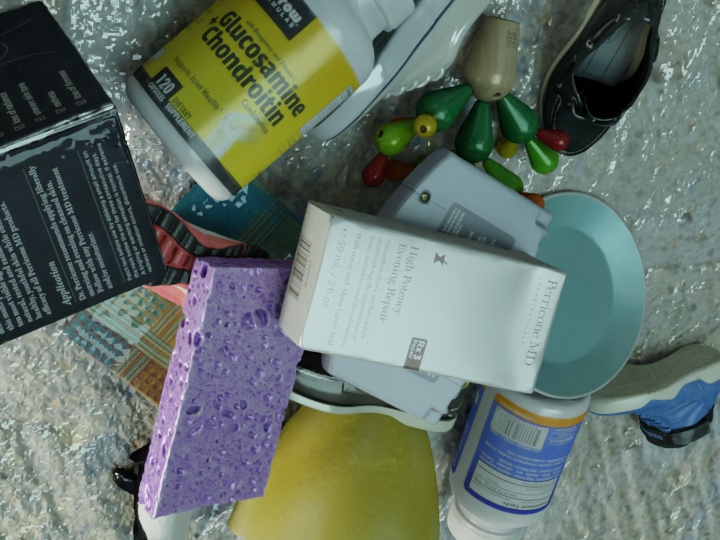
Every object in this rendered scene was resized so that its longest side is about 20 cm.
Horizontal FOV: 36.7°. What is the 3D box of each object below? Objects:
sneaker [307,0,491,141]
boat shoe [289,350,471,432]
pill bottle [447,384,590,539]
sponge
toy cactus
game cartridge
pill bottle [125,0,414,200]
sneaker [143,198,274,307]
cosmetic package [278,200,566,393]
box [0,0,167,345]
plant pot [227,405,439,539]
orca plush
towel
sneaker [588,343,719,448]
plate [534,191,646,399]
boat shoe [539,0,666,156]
[{"bbox_3d":[0.036,-0.170,0.850,0.200,0.073,0.071,-47,128,4],"label":"sneaker"},{"bbox_3d":[0.007,0.086,0.936,0.199,0.072,0.061,14,116,-28],"label":"boat shoe"},{"bbox_3d":[0.156,0.193,1.129,0.111,0.112,0.202,0,120,-30],"label":"pill bottle"},{"bbox_3d":[-0.099,0.089,0.834,0.111,0.030,0.202,2,108,-46],"label":"sponge"},{"bbox_3d":[0.101,-0.128,0.914,0.198,0.102,0.167,5,107,-23],"label":"toy cactus"},{"bbox_3d":[0.056,0.011,0.877,0.132,0.042,0.202,29,94,-17],"label":"game cartridge"},{"bbox_3d":[-0.061,-0.153,0.777,0.200,0.112,0.112,-41,131,-1],"label":"pill bottle"},{"bbox_3d":[-0.138,-0.013,0.830,0.200,0.086,0.074,36,85,-47],"label":"sneaker"},{"bbox_3d":[0.047,0.021,0.817,0.198,0.074,0.103,12,99,-20],"label":"cosmetic package"},{"bbox_3d":[-0.250,-0.053,0.672,0.195,0.200,0.125,-22,128,-16],"label":"box"},{"bbox_3d":[-0.008,0.191,1.001,0.199,0.199,0.144,20,84,-38],"label":"plant pot"},{"bbox_3d":[-0.192,0.197,0.951,0.070,0.106,0.201,16,150,6],"label":"orca plush"},{"bbox_3d":[-0.125,0.021,0.893,0.200,0.022,0.147,-45,115,5],"label":"towel"},{"bbox_3d":[0.332,0.161,1.234,0.198,0.077,0.113,-14,117,-30],"label":"sneaker"},{"bbox_3d":[0.200,0.024,1.065,0.198,0.025,0.203,0,90,-30],"label":"plate"},{"bbox_3d":[0.205,-0.159,0.921,0.074,0.067,0.200,14,139,-11],"label":"boat shoe"}]
